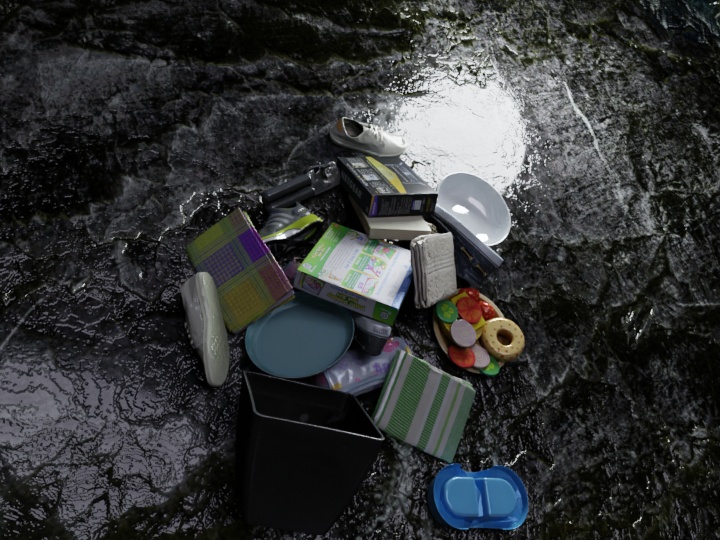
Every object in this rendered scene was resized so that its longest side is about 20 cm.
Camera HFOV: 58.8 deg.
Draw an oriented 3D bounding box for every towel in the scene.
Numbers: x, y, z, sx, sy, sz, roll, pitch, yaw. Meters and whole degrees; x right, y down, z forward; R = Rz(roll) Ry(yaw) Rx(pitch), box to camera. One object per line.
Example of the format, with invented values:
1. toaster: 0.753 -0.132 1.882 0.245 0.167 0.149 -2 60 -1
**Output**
1. towel: 0.120 0.251 1.183 0.199 0.023 0.154 30 75 -27
2. towel: -0.224 0.003 1.175 0.143 0.023 0.201 -35 77 3
3. towel: 0.144 -0.004 1.254 0.199 0.034 0.134 -13 100 -63

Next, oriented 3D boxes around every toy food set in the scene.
1. toy food set: 0.241 0.127 1.352 0.197 0.049 0.201 -25 76 -34

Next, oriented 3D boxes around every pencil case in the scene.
1. pencil case: 0.006 0.188 1.182 0.198 0.084 0.091 -12 42 -29

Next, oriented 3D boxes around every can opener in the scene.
1. can opener: -0.129 -0.178 1.358 0.199 0.067 0.054 -29 116 -30

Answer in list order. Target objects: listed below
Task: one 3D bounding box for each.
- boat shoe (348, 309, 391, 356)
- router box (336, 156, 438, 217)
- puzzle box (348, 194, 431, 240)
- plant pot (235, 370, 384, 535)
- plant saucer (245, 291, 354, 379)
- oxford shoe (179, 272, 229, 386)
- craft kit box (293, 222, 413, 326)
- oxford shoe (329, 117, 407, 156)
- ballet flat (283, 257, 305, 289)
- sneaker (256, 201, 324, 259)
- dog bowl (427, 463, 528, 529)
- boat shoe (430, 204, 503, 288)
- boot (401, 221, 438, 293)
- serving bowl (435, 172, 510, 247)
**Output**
1. boat shoe: 0.006 0.109 1.186 0.068 0.200 0.057 15 93 -12
2. router box: 0.052 -0.184 1.376 0.155 0.053 0.200 -4 33 -24
3. puzzle box: 0.058 -0.123 1.353 0.131 0.026 0.201 1 31 -15
4. plant pot: -0.103 0.288 0.995 0.197 0.200 0.179 16 95 -17
5. plant saucer: -0.108 0.119 1.155 0.197 0.028 0.201 -4 44 4
6. oxford shoe: -0.272 0.104 1.109 0.057 0.075 0.202 -17 75 9
7. craft kit box: 0.000 0.000 1.204 0.196 0.049 0.200 23 35 6
8. oxford shoe: 0.026 -0.313 1.497 0.198 0.058 0.076 8 57 -24
9. ballet flat: -0.054 0.021 1.258 0.198 0.071 0.070 18 53 -16
10. sneaker: -0.171 -0.075 1.268 0.199 0.074 0.081 -27 62 -38
11. dog bowl: 0.211 0.418 1.171 0.198 0.050 0.113 9 59 -22
12. boat shoe: 0.208 -0.051 1.378 0.200 0.091 0.071 41 10 -6
13. boot: 0.103 -0.033 1.362 0.198 0.073 0.152 6 61 -26
14. serving bowl: 0.250 -0.129 1.493 0.198 0.066 0.202 11 59 -19
